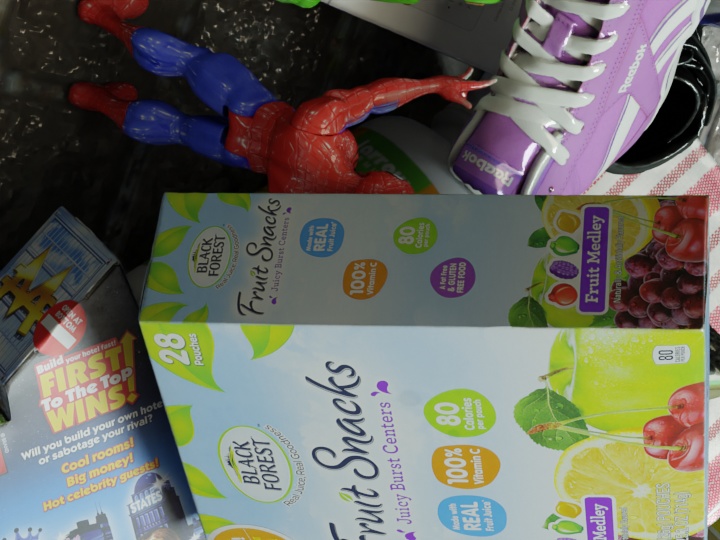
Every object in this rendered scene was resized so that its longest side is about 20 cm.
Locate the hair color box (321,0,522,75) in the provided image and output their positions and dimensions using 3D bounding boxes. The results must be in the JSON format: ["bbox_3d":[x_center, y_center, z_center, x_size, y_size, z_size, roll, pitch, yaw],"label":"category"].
[{"bbox_3d":[0.000,-0.167,0.937,0.199,0.065,0.110,18,99,-41],"label":"hair color box"}]

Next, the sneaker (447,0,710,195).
[{"bbox_3d":[0.084,-0.085,0.876,0.114,0.072,0.201,-48,157,-24],"label":"sneaker"}]

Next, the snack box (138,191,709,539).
[{"bbox_3d":[0.031,0.048,0.823,0.198,0.068,0.169,1,141,10],"label":"snack box"}]

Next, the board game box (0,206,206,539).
[{"bbox_3d":[-0.141,0.087,0.882,0.199,0.062,0.201,-20,121,-25],"label":"board game box"}]

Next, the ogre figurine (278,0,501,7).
[{"bbox_3d":[0.029,-0.166,0.854,0.199,0.098,0.121,-2,110,-36],"label":"ogre figurine"}]

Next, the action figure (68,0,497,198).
[{"bbox_3d":[-0.026,-0.062,0.882,0.098,0.200,0.066,-8,117,-35],"label":"action figure"}]

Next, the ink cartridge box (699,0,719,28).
[{"bbox_3d":[0.220,-0.152,1.042,0.198,0.040,0.202,7,69,-37],"label":"ink cartridge box"}]

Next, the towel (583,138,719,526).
[{"bbox_3d":[0.147,0.019,1.105,0.146,0.030,0.200,-43,98,-10],"label":"towel"}]

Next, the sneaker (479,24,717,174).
[{"bbox_3d":[0.153,-0.116,1.045,0.200,0.099,0.071,-44,127,-11],"label":"sneaker"}]

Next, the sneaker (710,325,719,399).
[{"bbox_3d":[0.080,0.054,0.969,0.199,0.077,0.089,-2,132,-32],"label":"sneaker"}]

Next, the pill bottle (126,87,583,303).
[{"bbox_3d":[0.000,0.000,0.987,0.199,0.111,0.112,-33,127,-17],"label":"pill bottle"}]

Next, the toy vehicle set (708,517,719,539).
[{"bbox_3d":[0.220,0.134,1.122,0.200,0.124,0.027,-44,137,0],"label":"toy vehicle set"}]
